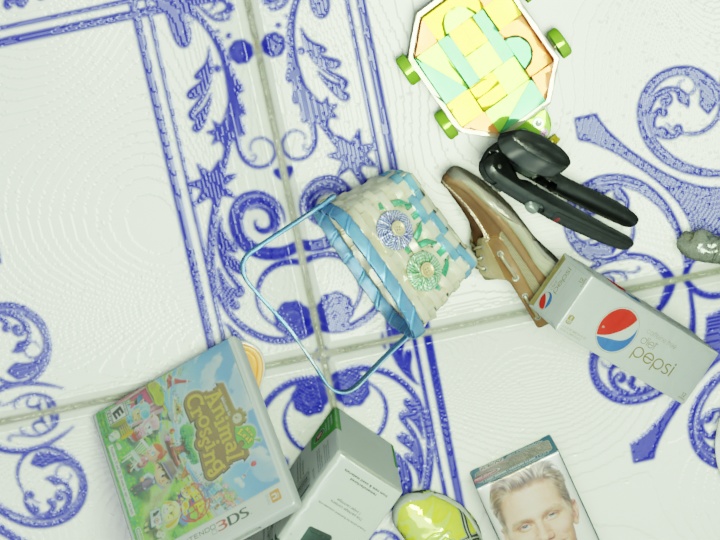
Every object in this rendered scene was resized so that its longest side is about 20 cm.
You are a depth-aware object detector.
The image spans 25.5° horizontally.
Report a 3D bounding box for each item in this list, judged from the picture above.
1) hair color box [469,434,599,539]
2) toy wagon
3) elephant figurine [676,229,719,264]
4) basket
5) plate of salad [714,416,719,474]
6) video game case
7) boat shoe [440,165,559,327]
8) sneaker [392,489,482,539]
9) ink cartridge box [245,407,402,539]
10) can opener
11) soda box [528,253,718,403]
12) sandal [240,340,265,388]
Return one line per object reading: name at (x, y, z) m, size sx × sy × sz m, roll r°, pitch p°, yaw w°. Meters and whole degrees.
hair color box at (0.204, 0.291, 1.715) m, size 0.099 × 0.061 × 0.201 m, roll -25°, pitch 101°, yaw 3°
toy wagon at (0.139, -0.198, 1.616) m, size 0.155 × 0.040 × 0.201 m, roll -35°, pitch 101°, yaw 6°
elephant figurine at (0.447, 0.029, 1.648) m, size 0.199 × 0.156 × 0.142 m, roll -16°, pitch 146°, yaw 12°
basket at (0.000, 0.000, 1.603) m, size 0.200 × 0.139 × 0.177 m, roll -40°, pitch 102°, yaw -4°
plate of salad at (0.481, 0.185, 1.709) m, size 0.198 × 0.048 × 0.202 m, roll 0°, pitch 102°, yaw -1°
video game case at (-0.170, 0.194, 1.629) m, size 0.181 × 0.022 × 0.201 m, roll -29°, pitch 62°, yaw 11°
boat shoe at (0.147, -0.021, 1.639) m, size 0.072 × 0.076 × 0.200 m, roll -41°, pitch 99°, yaw 9°
sneaker at (0.111, 0.317, 1.709) m, size 0.075 × 0.076 × 0.200 m, roll -41°, pitch 100°, yaw 8°
ink cartridge box at (-0.049, 0.263, 1.657) m, size 0.083 × 0.147 × 0.201 m, roll 34°, pitch 100°, yaw -10°
can opener at (0.204, -0.074, 1.621) m, size 0.199 × 0.078 × 0.064 m, roll 32°, pitch 74°, yaw -25°
soda box at (0.270, 0.060, 1.630) m, size 0.199 × 0.064 × 0.068 m, roll 29°, pitch 100°, yaw -32°
sandal at (-0.156, 0.175, 1.676) m, size 0.079 × 0.059 × 0.208 m, roll 16°, pitch 101°, yaw -5°
